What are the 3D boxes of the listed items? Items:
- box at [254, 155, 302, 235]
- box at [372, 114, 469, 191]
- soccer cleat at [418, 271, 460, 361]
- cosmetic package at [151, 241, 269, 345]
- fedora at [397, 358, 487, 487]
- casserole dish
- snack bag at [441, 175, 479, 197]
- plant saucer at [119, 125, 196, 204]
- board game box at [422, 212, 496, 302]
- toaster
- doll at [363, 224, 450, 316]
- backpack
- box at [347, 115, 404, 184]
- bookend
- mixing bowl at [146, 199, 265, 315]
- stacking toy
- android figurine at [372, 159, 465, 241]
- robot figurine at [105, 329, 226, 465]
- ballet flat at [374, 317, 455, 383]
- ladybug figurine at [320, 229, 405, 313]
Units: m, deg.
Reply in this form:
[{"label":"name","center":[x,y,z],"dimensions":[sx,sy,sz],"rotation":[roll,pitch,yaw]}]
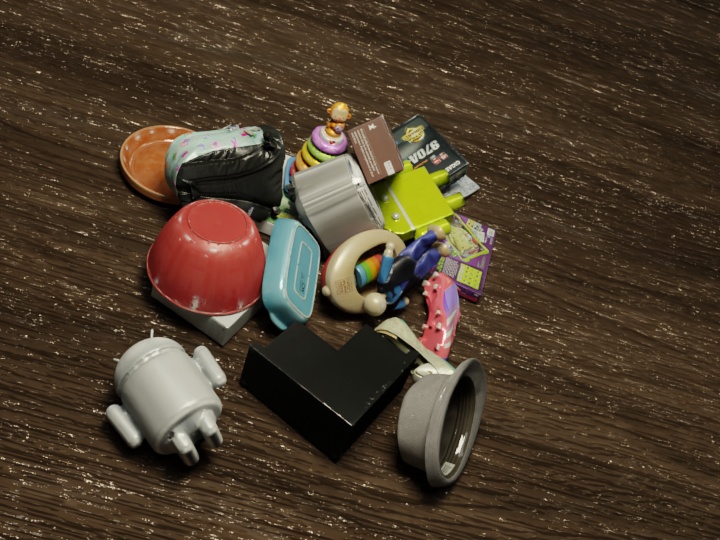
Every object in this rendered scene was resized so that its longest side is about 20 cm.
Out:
[{"label":"box","center":[-0.160,-0.146,1.653],"dimensions":[0.143,0.037,0.201],"rotation":[21,45,-2]},{"label":"box","center":[0.093,-0.208,1.769],"dimensions":[0.199,0.046,0.159],"rotation":[-33,67,-22]},{"label":"soccer cleat","center":[0.147,0.091,1.536],"dimensions":[0.076,0.067,0.202],"rotation":[28,43,-26]},{"label":"cosmetic package","center":[-0.226,0.014,1.460],"dimensions":[0.150,0.052,0.200],"rotation":[35,44,9]},{"label":"fedora","center":[0.115,0.226,1.338],"dimensions":[0.089,0.177,0.202],"rotation":[9,65,28]},{"label":"casserole dish","center":[-0.109,0.003,1.457],"dimensions":[0.038,0.121,0.202],"rotation":[-9,55,26]},{"label":"snack bag","center":[0.125,-0.200,1.833],"dimensions":[0.188,0.022,0.200],"rotation":[-29,64,-39]},{"label":"plant saucer","center":[-0.344,-0.192,1.624],"dimensions":[0.198,0.033,0.202],"rotation":[12,44,-12]},{"label":"board game box","center":[0.191,-0.032,1.695],"dimensions":[0.119,0.032,0.201],"rotation":[26,43,-3]},{"label":"toaster","center":[-0.041,-0.121,1.549],"dimensions":[0.128,0.201,0.114],"rotation":[-23,49,6]},{"label":"doll","center":[0.073,0.003,1.514],"dimensions":[0.048,0.137,0.200],"rotation":[22,56,41]},{"label":"backpack","center":[-0.238,-0.171,1.527],"dimensions":[0.198,0.169,0.127],"rotation":[-10,31,-24]},{"label":"box","center":[0.030,-0.217,1.572],"dimensions":[0.074,0.101,0.200],"rotation":[-22,6,4]},{"label":"bookend","center":[-0.048,0.153,1.371],"dimensions":[0.199,0.093,0.199],"rotation":[35,43,14]},{"label":"mixing bowl","center":[-0.235,-0.040,1.397],"dimensions":[0.197,0.109,0.202],"rotation":[12,43,-11]},{"label":"stacking toy","center":[-0.061,-0.222,1.598],"dimensions":[0.115,0.201,0.111],"rotation":[13,44,-14]},{"label":"android figurine","center":[0.095,-0.127,1.671],"dimensions":[0.198,0.041,0.183],"rotation":[-19,63,-17]},{"label":"robot figurine","center":[-0.273,0.177,1.239],"dimensions":[0.169,0.113,0.200],"rotation":[-32,64,-20]},{"label":"ballet flat","center":[0.093,0.157,1.448],"dimensions":[0.062,0.068,0.200],"rotation":[-19,48,-36]},{"label":"ladybug figurine","center":[0.000,0.000,1.527],"dimensions":[0.071,0.138,0.199],"rotation":[7,22,44]}]
